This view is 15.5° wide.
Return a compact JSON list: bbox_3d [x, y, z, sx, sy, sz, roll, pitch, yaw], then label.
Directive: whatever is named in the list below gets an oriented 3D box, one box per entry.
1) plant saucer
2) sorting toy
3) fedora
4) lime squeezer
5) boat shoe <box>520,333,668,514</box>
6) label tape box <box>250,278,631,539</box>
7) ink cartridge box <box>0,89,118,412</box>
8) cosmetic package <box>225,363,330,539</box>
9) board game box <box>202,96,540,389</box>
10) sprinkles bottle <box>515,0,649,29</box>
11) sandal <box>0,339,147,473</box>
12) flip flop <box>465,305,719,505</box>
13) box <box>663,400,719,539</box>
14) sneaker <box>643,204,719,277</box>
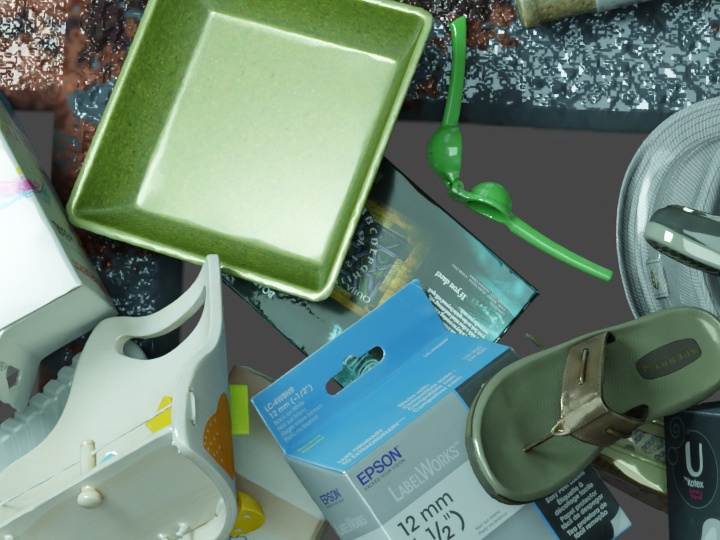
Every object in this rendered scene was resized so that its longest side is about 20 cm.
[{"bbox_3d":[-0.066,-0.091,1.710,0.199,0.048,0.201,17,80,24],"label":"plant saucer"},{"bbox_3d":[-0.130,0.085,1.634,0.200,0.107,0.181,-30,45,39],"label":"sorting toy"},{"bbox_3d":[0.253,-0.020,1.685,0.176,0.090,0.201,-3,86,4],"label":"fedora"},{"bbox_3d":[0.086,-0.064,1.736,0.070,0.038,0.201,-27,83,-29],"label":"lime squeezer"},{"bbox_3d":[0.152,0.094,1.700,0.199,0.073,0.063,29,78,-7],"label":"boat shoe"},{"bbox_3d":[0.050,0.118,1.604,0.143,0.066,0.200,-35,93,-26],"label":"label tape box"},{"bbox_3d":[-0.251,-0.014,1.698,0.125,0.129,0.201,-30,79,1],"label":"ink cartridge box"},{"bbox_3d":[-0.079,0.171,1.700,0.103,0.087,0.201,25,89,5],"label":"cosmetic package"},{"bbox_3d":[0.000,0.000,1.735,0.200,0.028,0.135,42,90,5],"label":"board game box"},{"bbox_3d":[0.196,-0.210,1.714,0.199,0.068,0.069,-13,85,3],"label":"sprinkles bottle"},{"bbox_3d":[-0.211,0.129,1.730,0.202,0.050,0.082,-41,40,-2],"label":"sandal"},{"bbox_3d":[0.148,0.074,1.590,0.199,0.058,0.081,-23,84,-24],"label":"flip flop"},{"bbox_3d":[0.266,0.182,1.630,0.106,0.122,0.201,-5,94,-30],"label":"box"},{"bbox_3d":[0.275,-0.038,1.608,0.199,0.075,0.107,12,90,-9],"label":"sneaker"}]
